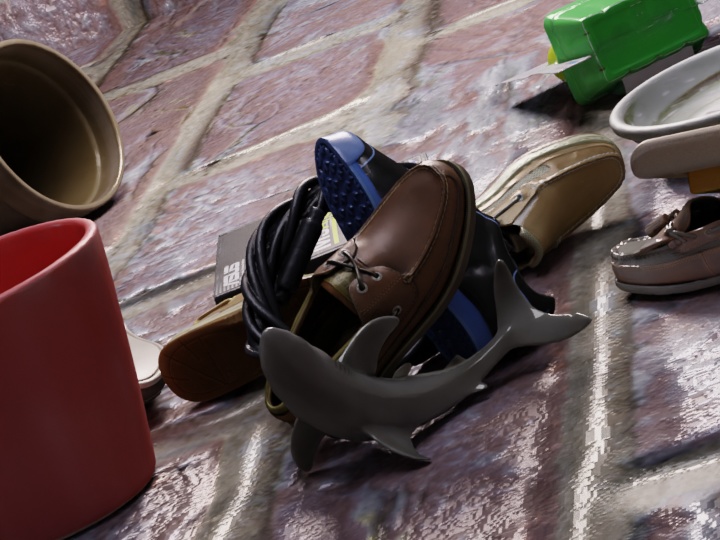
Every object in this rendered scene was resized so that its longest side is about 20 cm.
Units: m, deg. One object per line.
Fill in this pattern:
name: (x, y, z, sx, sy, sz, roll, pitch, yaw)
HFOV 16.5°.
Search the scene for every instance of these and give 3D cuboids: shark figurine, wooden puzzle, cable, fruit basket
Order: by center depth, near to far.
shark figurine: (0.037, 0.082, 1.562, 0.214, 0.129, 0.090, -11, 35, -27)
wooden puzzle: (0.288, -0.075, 1.622, 0.184, 0.037, 0.200, -10, -6, 21)
cable: (0.000, 0.000, 1.718, 0.200, 0.163, 0.051, -29, -21, -19)
fruit basket: (0.228, -0.204, 2.223, 0.185, 0.094, 0.200, -26, 0, -12)

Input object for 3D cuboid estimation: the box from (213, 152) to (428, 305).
box: (-0.023, -0.022, 2.004, 0.193, 0.048, 0.200, -20, 15, 4)

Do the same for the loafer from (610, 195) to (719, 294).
loafer: (0.240, -0.028, 1.612, 0.200, 0.063, 0.072, -6, 22, 47)

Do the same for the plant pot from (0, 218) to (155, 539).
plant pot: (-0.239, 0.085, 1.703, 0.200, 0.178, 0.200, -21, 16, 6)

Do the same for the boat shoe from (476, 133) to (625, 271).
boat shoe: (0.117, -0.027, 1.808, 0.200, 0.072, 0.076, -33, 31, -9)

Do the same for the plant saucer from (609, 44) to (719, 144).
plant saucer: (0.292, -0.130, 1.906, 0.200, 0.050, 0.200, -22, 15, 6)

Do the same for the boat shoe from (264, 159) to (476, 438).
boat shoe: (0.006, 0.017, 1.597, 0.072, 0.200, 0.068, 31, 8, 42)

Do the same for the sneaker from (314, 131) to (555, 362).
sneaker: (0.049, -0.022, 1.678, 0.078, 0.200, 0.070, -28, -20, -26)

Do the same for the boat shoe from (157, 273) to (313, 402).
boat shoe: (-0.053, 0.034, 1.806, 0.199, 0.074, 0.066, -16, 20, 20)

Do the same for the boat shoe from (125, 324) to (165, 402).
boat shoe: (-0.188, 0.081, 1.901, 0.067, 0.057, 0.200, -7, 15, -17)

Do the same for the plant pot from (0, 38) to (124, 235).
plant pot: (-0.377, -0.115, 2.603, 0.173, 0.200, 0.200, -31, 8, 36)
